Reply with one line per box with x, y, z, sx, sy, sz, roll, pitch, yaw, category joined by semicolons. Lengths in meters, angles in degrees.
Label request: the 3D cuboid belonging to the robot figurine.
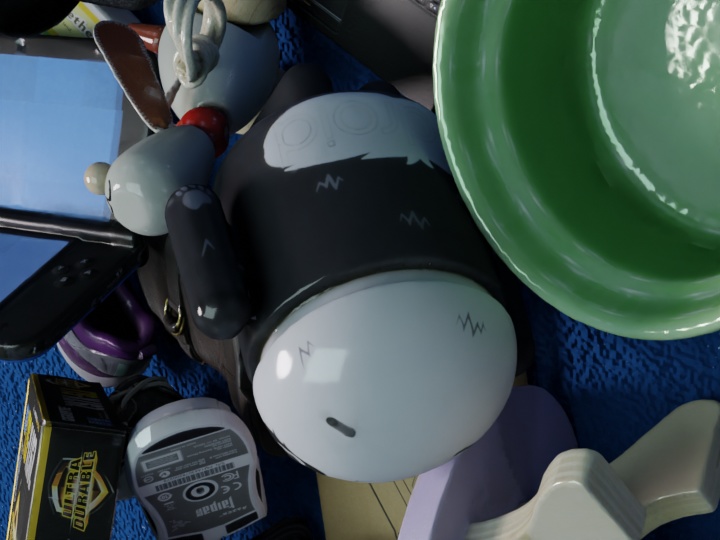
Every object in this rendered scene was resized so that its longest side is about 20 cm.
-0.002;0.001;0.762;0.125;0.150;0.201;74;-179;-54;robot figurine

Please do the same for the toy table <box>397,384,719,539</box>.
0.098;0.139;0.755;0.117;0.184;0.201;-9;57;38;toy table

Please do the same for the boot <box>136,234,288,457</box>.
-0.083;-0.005;0.938;0.174;0.069;0.201;43;140;44;boot

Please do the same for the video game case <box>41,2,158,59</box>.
-0.239;-0.162;1.039;0.200;0.023;0.182;46;136;-9;video game case

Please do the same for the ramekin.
0.136;-0.079;0.693;0.200;0.098;0.201;17;116;40;ramekin

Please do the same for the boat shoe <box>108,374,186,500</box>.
-0.136;0.101;1.027;0.200;0.072;0.071;-28;81;59;boat shoe

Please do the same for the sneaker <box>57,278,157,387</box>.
-0.191;-0.021;1.035;0.200;0.074;0.088;50;156;-3;sneaker

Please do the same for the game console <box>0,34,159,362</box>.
-0.229;-0.049;0.956;0.199;0.171;0.119;7;124;28;game console

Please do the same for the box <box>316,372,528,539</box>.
0.032;0.096;0.910;0.163;0.021;0.201;3;105;47;box

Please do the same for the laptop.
-0.024;-0.197;0.809;0.177;0.103;0.200;41;129;29;laptop

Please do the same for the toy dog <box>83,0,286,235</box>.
-0.100;-0.094;0.849;0.096;0.200;0.132;7;104;14;toy dog

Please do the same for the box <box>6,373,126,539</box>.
-0.174;0.150;0.939;0.200;0.049;0.160;-161;81;-76;box

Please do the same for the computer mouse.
-0.087;0.123;0.929;0.200;0.109;0.044;84;169;-52;computer mouse

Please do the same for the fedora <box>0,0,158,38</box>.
-0.135;-0.213;0.885;0.091;0.201;0.201;19;119;16;fedora
